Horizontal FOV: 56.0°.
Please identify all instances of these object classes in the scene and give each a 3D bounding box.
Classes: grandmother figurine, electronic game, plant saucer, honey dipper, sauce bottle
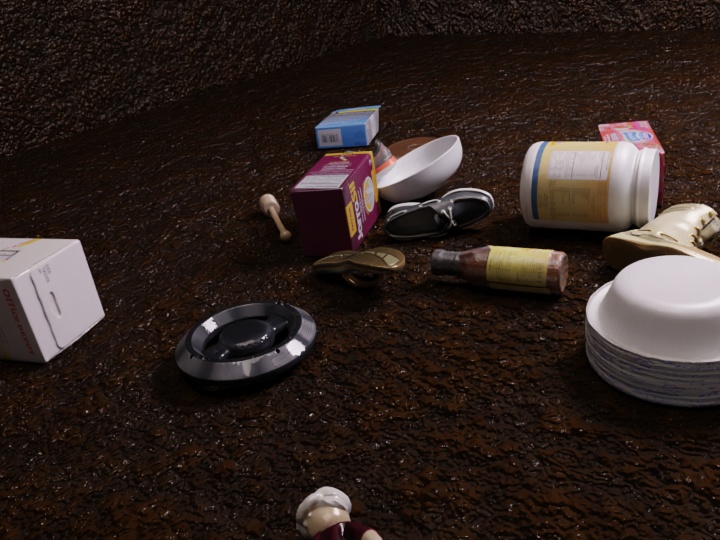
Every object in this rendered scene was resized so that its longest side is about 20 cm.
[{"bbox_3d":[-0.025,0.257,0.561,0.121,0.061,0.200,-28,21,5],"label":"grandmother figurine"},{"bbox_3d":[-0.159,0.099,0.945,0.198,0.042,0.200,-7,25,3],"label":"electronic game"},{"bbox_3d":[0.131,-0.277,1.601,0.198,0.037,0.201,-7,26,4],"label":"plant saucer"},{"bbox_3d":[-0.169,-0.105,1.363,0.038,0.038,0.200,-16,28,-12],"label":"honey dipper"},{"bbox_3d":[0.201,-0.005,0.998,0.198,0.067,0.066,8,31,28],"label":"sauce bottle"}]

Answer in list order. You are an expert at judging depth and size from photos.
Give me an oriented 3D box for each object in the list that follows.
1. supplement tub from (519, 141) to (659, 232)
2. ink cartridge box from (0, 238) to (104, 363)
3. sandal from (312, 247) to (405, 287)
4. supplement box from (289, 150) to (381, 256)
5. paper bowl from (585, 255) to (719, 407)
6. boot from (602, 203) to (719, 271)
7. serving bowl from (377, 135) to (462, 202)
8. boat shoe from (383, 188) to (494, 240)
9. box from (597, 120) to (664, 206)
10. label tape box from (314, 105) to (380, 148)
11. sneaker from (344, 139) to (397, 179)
[{"bbox_3d":[0.376,-0.138,1.112,0.198,0.146,0.145,6,30,29],"label":"supplement tub"},{"bbox_3d":[-0.545,0.043,1.074,0.198,0.148,0.145,2,28,22],"label":"ink cartridge box"},{"bbox_3d":[0.000,0.000,1.084,0.080,0.054,0.199,-25,15,-39],"label":"sandal"},{"bbox_3d":[-0.040,-0.128,1.256,0.102,0.132,0.200,0,29,19],"label":"supplement box"},{"bbox_3d":[0.363,0.056,0.778,0.199,0.105,0.201,-8,28,4],"label":"paper bowl"},{"bbox_3d":[0.467,-0.033,0.951,0.154,0.073,0.200,-24,24,-21],"label":"boot"},{"bbox_3d":[0.124,-0.195,1.374,0.199,0.066,0.200,-29,18,11],"label":"serving bowl"},{"bbox_3d":[0.137,-0.092,1.195,0.198,0.076,0.060,-14,23,20],"label":"boat shoe"},{"bbox_3d":[0.491,-0.197,1.240,0.095,0.101,0.200,-2,27,15],"label":"box"},{"bbox_3d":[-0.027,-0.397,1.865,0.142,0.067,0.200,-1,25,16],"label":"label tape box"},{"bbox_3d":[-0.024,-0.209,1.417,0.199,0.082,0.077,-29,19,13],"label":"sneaker"}]
